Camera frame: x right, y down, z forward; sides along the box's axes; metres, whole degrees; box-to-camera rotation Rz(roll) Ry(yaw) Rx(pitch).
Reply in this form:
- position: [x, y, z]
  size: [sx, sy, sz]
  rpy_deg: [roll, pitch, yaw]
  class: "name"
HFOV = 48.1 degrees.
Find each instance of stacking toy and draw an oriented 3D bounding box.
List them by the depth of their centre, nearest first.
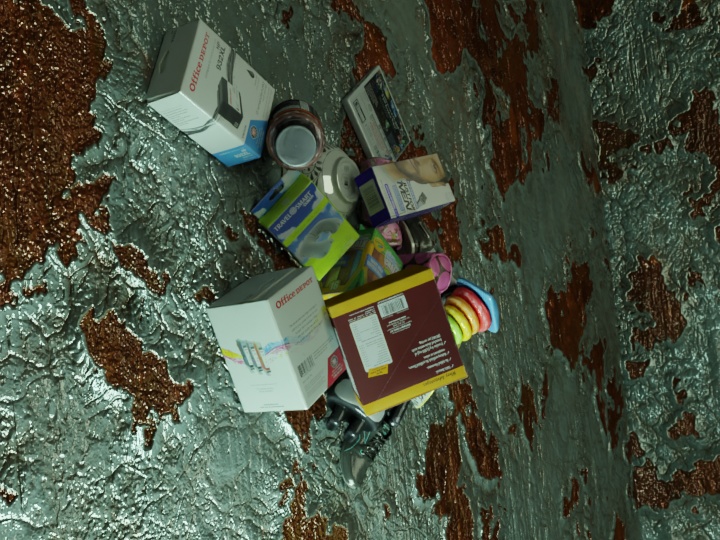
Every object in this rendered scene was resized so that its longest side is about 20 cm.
- position: [0.185, 0.120, 1.674]
  size: [0.199, 0.109, 0.117]
  rpy_deg: [-38, 133, -21]
  class: "stacking toy"

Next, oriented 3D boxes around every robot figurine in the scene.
- position: [0.009, 0.234, 1.582]
  size: [0.151, 0.124, 0.202]
  rpy_deg: [49, 61, -33]
  class: "robot figurine"

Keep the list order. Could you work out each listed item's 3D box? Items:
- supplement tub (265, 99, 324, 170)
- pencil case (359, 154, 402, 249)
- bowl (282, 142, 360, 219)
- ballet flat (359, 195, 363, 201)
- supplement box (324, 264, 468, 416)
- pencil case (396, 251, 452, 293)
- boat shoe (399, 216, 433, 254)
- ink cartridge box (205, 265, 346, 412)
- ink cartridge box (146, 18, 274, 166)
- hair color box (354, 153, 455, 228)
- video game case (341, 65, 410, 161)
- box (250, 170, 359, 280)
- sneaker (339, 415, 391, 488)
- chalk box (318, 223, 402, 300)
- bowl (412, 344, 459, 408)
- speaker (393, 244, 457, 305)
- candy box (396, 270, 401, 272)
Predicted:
- position: [-0.117, -0.240, 1.440]
  size: [0.200, 0.105, 0.108]
  rpy_deg: [-105, 173, -69]
  class: "supplement tub"
- position: [0.045, -0.145, 1.762]
  size: [0.082, 0.085, 0.204]
  rpy_deg: [2, 84, -63]
  class: "pencil case"
- position: [-0.058, -0.172, 1.604]
  size: [0.200, 0.093, 0.205]
  rpy_deg: [15, 71, -55]
  class: "bowl"
- position: [0.082, -0.167, 1.693]
  size: [0.198, 0.068, 0.064]
  rpy_deg: [3, 99, -41]
  class: "ballet flat"
- position: [0.059, 0.120, 1.444]
  size: [0.133, 0.194, 0.203]
  rpy_deg: [-161, -129, -82]
  class: "supplement box"
- position: [0.094, 0.011, 1.705]
  size: [0.090, 0.198, 0.096]
  rpy_deg: [0, 89, -45]
  class: "pencil case"
- position: [0.107, -0.116, 1.810]
  size: [0.056, 0.067, 0.202]
  rpy_deg: [-7, 55, -17]
  class: "boat shoe"
- position: [-0.140, 0.116, 1.375]
  size: [0.145, 0.143, 0.203]
  rpy_deg: [-38, 115, -53]
  class: "ink cartridge box"
- position: [-0.245, -0.293, 1.351]
  size: [0.199, 0.083, 0.148]
  rpy_deg: [37, 55, -47]
  class: "ink cartridge box"
- position: [0.092, -0.163, 1.629]
  size: [0.198, 0.064, 0.111]
  rpy_deg: [-18, 85, -44]
  class: "hair color box"
- position: [0.039, -0.339, 1.848]
  size: [0.183, 0.023, 0.202]
  rpy_deg: [-55, 127, -45]
  class: "video game case"
- position: [-0.100, -0.086, 1.514]
  size: [0.122, 0.048, 0.200]
  rpy_deg: [-47, 132, -4]
  class: "box"
- position: [0.015, 0.338, 1.628]
  size: [0.075, 0.078, 0.203]
  rpy_deg: [44, 51, -43]
  class: "sneaker"
- position: [0.000, 0.000, 1.629]
  size: [0.125, 0.122, 0.203]
  rpy_deg: [47, 48, -40]
  class: "chalk box"
- position: [0.137, 0.191, 1.780]
  size: [0.093, 0.202, 0.202]
  rpy_deg: [32, 46, 0]
  class: "bowl"
- position: [0.147, -0.007, 1.806]
  size: [0.081, 0.081, 0.201]
  rpy_deg: [33, 20, -49]
  class: "speaker"
- position: [0.093, 0.102, 1.630]
  size: [0.201, 0.055, 0.118]
  rpy_deg: [76, 29, -61]
  class: "candy box"
